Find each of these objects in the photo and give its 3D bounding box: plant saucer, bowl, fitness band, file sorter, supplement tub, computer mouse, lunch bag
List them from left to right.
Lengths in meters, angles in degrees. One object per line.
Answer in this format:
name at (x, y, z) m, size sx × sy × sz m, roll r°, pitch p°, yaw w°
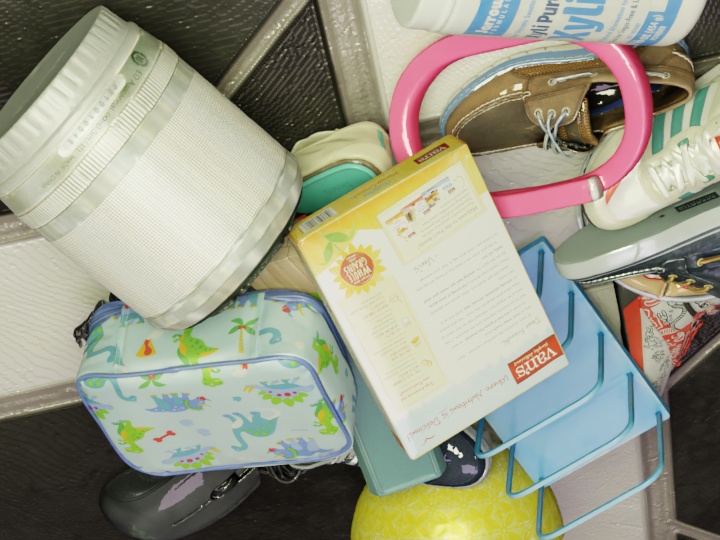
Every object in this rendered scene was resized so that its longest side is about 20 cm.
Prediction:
computer mouse at (-0.156, 0.202, 1.635) m, size 0.200 × 0.053 × 0.139 m, roll -28°, pitch 135°, yaw 17°
lunch bag at (-0.108, 0.090, 1.355) m, size 0.199 × 0.083 × 0.161 m, roll -7°, pitch 140°, yaw 16°
plant saucer at (0.014, 0.106, 1.440) m, size 0.070 × 0.019 × 0.200 m, roll -19°, pitch 123°, yaw 2°
bowl at (0.084, 0.200, 1.621) m, size 0.199 × 0.200 × 0.108 m, roll -7°, pitch 99°, yaw -4°
fitness band at (0.116, -0.113, 1.300) m, size 0.199 × 0.037 × 0.144 m, roll -9°, pitch 99°, yaw 24°
file sorter at (0.153, 0.104, 1.490) m, size 0.139 × 0.123 × 0.200 m, roll -32°, pitch 105°, yaw 19°
supplement tub at (0.128, -0.222, 1.194) m, size 0.199 × 0.132 × 0.132 m, roll 0°, pitch 136°, yaw -13°

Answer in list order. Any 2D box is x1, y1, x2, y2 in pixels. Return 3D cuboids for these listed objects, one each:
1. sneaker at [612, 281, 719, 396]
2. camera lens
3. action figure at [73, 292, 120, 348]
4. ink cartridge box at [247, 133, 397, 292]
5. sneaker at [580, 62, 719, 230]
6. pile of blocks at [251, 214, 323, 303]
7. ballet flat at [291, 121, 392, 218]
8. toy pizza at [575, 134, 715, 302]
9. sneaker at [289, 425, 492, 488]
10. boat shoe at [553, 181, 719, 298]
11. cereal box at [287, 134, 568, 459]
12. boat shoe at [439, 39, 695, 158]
sneaker at (0.284, 0.044, 1.550) m, size 0.108 × 0.067 × 0.202 m, roll -12°, pitch 134°, yaw 5°
camera lens at (-0.153, -0.068, 1.245) m, size 0.200 × 0.160 × 0.160 m, roll 41°, pitch 119°, yaw -18°
action figure at (-0.139, 0.078, 1.475) m, size 0.200 × 0.102 × 0.119 m, roll 29°, pitch 122°, yaw -31°
ink cartridge box at (0.000, 0.000, 1.434) m, size 0.146 × 0.083 × 0.200 m, roll 29°, pitch 124°, yaw -34°
sneaker at (0.256, -0.097, 1.334) m, size 0.200 × 0.093 × 0.070 m, roll -35°, pitch 107°, yaw 3°
pile of blocks at (0.001, 0.012, 1.349) m, size 0.200 × 0.062 × 0.082 m, roll 26°, pitch 142°, yaw -23°
ballet flat at (-0.060, -0.066, 1.364) m, size 0.200 × 0.070 × 0.069 m, roll -19°, pitch 138°, yaw 28°
toy pizza at (0.275, -0.058, 1.425) m, size 0.199 × 0.032 × 0.201 m, roll -1°, pitch 118°, yaw -2°
sneaker at (0.009, 0.147, 1.511) m, size 0.199 × 0.108 × 0.070 m, roll 21°, pitch 104°, yaw 13°
boat shoe at (0.258, -0.010, 1.390) m, size 0.200 × 0.071 × 0.091 m, roll -20°, pitch 114°, yaw 4°
cereal box at (0.052, 0.021, 1.293) m, size 0.144 × 0.040 × 0.200 m, roll -30°, pitch 113°, yaw -8°
boat shoe at (0.157, -0.128, 1.340) m, size 0.199 × 0.073 × 0.072 m, roll -21°, pitch 135°, yaw 10°
